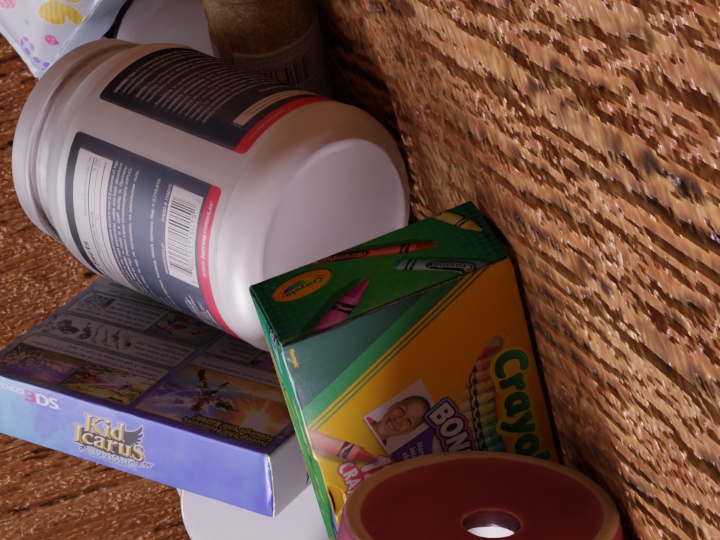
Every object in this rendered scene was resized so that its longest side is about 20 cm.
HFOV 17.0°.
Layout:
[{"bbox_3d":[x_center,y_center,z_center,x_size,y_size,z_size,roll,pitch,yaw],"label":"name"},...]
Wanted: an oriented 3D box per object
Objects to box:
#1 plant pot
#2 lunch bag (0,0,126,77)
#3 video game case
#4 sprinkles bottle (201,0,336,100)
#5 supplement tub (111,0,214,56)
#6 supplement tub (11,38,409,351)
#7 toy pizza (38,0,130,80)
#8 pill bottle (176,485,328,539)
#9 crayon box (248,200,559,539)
[{"bbox_3d":[0.055,0.191,1.126,0.200,0.199,0.180,-127,33,-64],"label":"plant pot"},{"bbox_3d":[-0.180,-0.244,1.490,0.170,0.127,0.201,-40,56,51],"label":"lunch bag"},{"bbox_3d":[-0.082,0.053,1.352,0.200,0.181,0.046,14,123,30],"label":"video game case"},{"bbox_3d":[-0.049,-0.113,1.431,0.200,0.068,0.068,78,169,-46],"label":"sprinkles bottle"},{"bbox_3d":[-0.104,-0.120,1.593,0.200,0.122,0.123,113,135,-80],"label":"supplement tub"},{"bbox_3d":[-0.085,-0.046,1.340,0.200,0.140,0.141,23,141,39],"label":"supplement tub"},{"bbox_3d":[-0.166,-0.187,1.671,0.200,0.032,0.201,10,-90,-68],"label":"toy pizza"},{"bbox_3d":[-0.055,0.097,1.444,0.200,0.113,0.114,-90,-17,-69],"label":"pill bottle"},{"bbox_3d":[0.030,0.077,1.191,0.058,0.119,0.200,-121,12,-54],"label":"crayon box"}]
